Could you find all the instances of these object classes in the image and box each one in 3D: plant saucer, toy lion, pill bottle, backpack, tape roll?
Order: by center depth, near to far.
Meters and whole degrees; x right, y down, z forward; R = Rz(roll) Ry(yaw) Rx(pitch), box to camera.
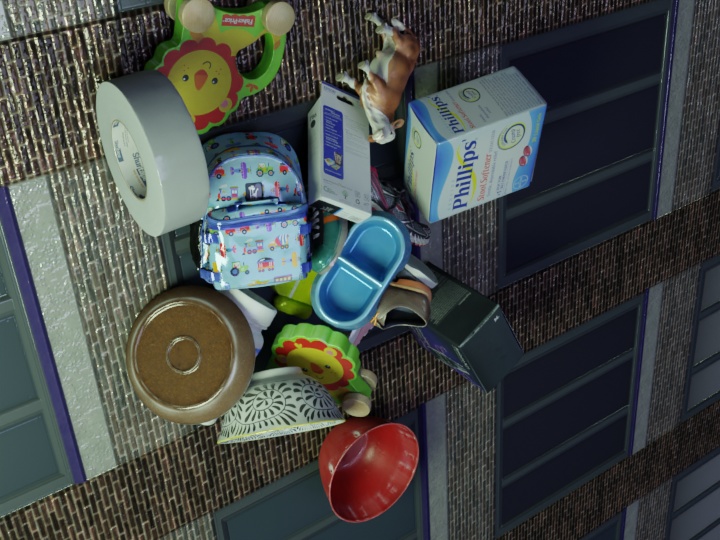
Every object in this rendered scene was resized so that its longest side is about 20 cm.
[{"bbox_3d":[-0.266,-0.149,1.175,0.066,0.200,0.203,-23,124,-26],"label":"tape roll"},{"bbox_3d":[-0.198,-0.282,1.262,0.198,0.069,0.194,-9,124,-35],"label":"toy lion"},{"bbox_3d":[-0.155,-0.090,1.320,0.180,0.135,0.203,-4,109,-16],"label":"backpack"},{"bbox_3d":[-0.251,0.122,1.336,0.202,0.199,0.034,-57,171,1],"label":"plant saucer"},{"bbox_3d":[-0.218,0.121,1.405,0.113,0.113,0.201,32,91,-43],"label":"pill bottle"},{"bbox_3d":[-0.079,0.162,1.492,0.192,0.198,0.069,49,42,-31],"label":"toy lion"}]

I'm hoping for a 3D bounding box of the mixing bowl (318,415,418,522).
[{"bbox_3d":[-0.002,0.342,1.687,0.198,0.108,0.203,-18,123,-31],"label":"mixing bowl"}]

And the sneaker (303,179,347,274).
[{"bbox_3d":[-0.063,-0.095,1.418,0.079,0.071,0.203,23,63,-29],"label":"sneaker"}]

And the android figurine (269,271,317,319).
[{"bbox_3d":[-0.079,-0.010,1.497,0.199,0.041,0.184,19,99,-42],"label":"android figurine"}]

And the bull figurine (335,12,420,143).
[{"bbox_3d":[0.032,-0.292,1.402,0.121,0.065,0.202,41,59,-42],"label":"bull figurine"}]

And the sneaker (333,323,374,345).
[{"bbox_3d":[0.017,0.075,1.591,0.104,0.075,0.202,24,92,-37],"label":"sneaker"}]

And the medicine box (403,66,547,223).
[{"bbox_3d":[0.176,-0.198,1.468,0.198,0.103,0.183,-22,145,-16],"label":"medicine box"}]

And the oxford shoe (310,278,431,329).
[{"bbox_3d":[0.017,0.050,1.476,0.197,0.073,0.072,5,134,-1],"label":"oxford shoe"}]

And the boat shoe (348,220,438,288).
[{"bbox_3d":[0.040,-0.017,1.509,0.199,0.076,0.060,39,106,-19],"label":"boat shoe"}]

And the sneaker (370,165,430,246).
[{"bbox_3d":[0.055,-0.102,1.530,0.199,0.080,0.075,31,89,-42],"label":"sneaker"}]

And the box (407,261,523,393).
[{"bbox_3d":[0.172,0.099,1.638,0.104,0.199,0.149,-44,131,-11],"label":"box"}]

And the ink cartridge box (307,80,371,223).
[{"bbox_3d":[-0.032,-0.180,1.401,0.099,0.039,0.203,18,61,-35],"label":"ink cartridge box"}]

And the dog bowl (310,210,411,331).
[{"bbox_3d":[0.000,0.000,1.427,0.111,0.050,0.201,33,90,2],"label":"dog bowl"}]

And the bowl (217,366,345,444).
[{"bbox_3d":[-0.127,0.202,1.414,0.199,0.200,0.096,-1,74,-37],"label":"bowl"}]
